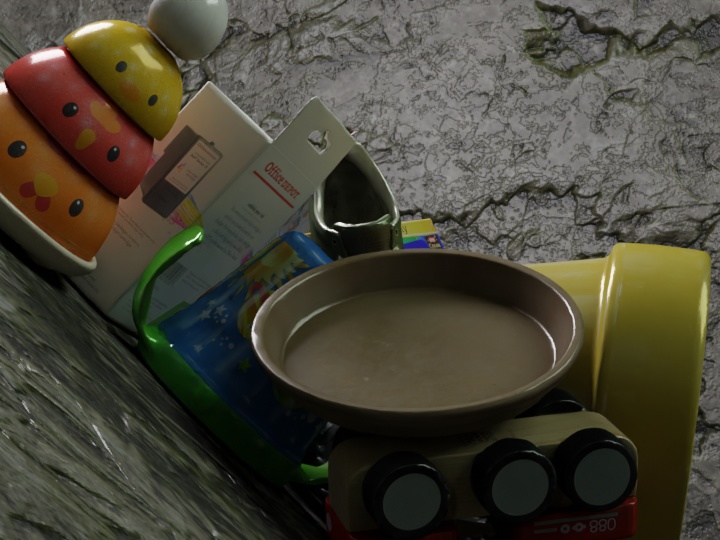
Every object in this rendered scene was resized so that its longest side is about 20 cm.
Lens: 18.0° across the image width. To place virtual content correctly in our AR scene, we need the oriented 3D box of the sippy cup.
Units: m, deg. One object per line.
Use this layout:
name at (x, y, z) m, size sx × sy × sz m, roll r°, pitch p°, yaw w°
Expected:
sippy cup at (-0.054, 0.049, 1.487) m, size 0.140 × 0.130 × 0.178 m, roll 44°, pitch 0°, yaw 33°

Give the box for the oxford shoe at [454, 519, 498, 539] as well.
oxford shoe at (0.094, 0.198, 1.487) m, size 0.200 × 0.071 × 0.075 m, roll 22°, pitch 31°, yaw 8°

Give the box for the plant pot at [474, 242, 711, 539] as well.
plant pot at (0.124, 0.077, 1.489) m, size 0.189 × 0.201 × 0.201 m, roll 6°, pitch -5°, yaw 6°

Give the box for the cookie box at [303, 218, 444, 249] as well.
cookie box at (0.021, 0.069, 1.708) m, size 0.171 × 0.075 × 0.200 m, roll -9°, pitch 71°, yaw -53°

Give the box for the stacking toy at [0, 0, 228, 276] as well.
stacking toy at (-0.163, -0.109, 1.425) m, size 0.146 × 0.200 × 0.146 m, roll 44°, pitch 3°, yaw -3°

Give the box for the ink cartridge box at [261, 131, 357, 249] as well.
ink cartridge box at (-0.085, -0.042, 1.850) m, size 0.045 × 0.176 × 0.200 m, roll 45°, pitch -13°, yaw 8°

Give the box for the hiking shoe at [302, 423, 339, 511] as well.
hiking shoe at (-0.002, 0.137, 1.580) m, size 0.200 × 0.074 × 0.087 m, roll 45°, pitch 1°, yaw 29°

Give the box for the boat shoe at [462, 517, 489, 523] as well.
boat shoe at (0.090, 0.196, 1.550) m, size 0.070 × 0.066 × 0.200 m, roll 5°, pitch 48°, yaw -34°

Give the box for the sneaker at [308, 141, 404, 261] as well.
sneaker at (0.000, 0.000, 1.582) m, size 0.090 × 0.067 × 0.200 m, roll 96°, pitch -16°, yaw -60°

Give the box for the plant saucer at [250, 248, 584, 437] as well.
plant saucer at (0.034, 0.044, 1.367) m, size 0.200 × 0.200 × 0.030 m, roll -135°, pitch -142°, yaw -53°

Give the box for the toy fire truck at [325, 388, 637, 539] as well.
toy fire truck at (0.069, 0.180, 1.364) m, size 0.129 × 0.176 × 0.200 m, roll -136°, pitch -138°, yaw -68°

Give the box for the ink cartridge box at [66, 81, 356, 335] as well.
ink cartridge box at (-0.104, -0.050, 1.536) m, size 0.067 × 0.200 × 0.117 m, roll 44°, pitch 0°, yaw 20°
